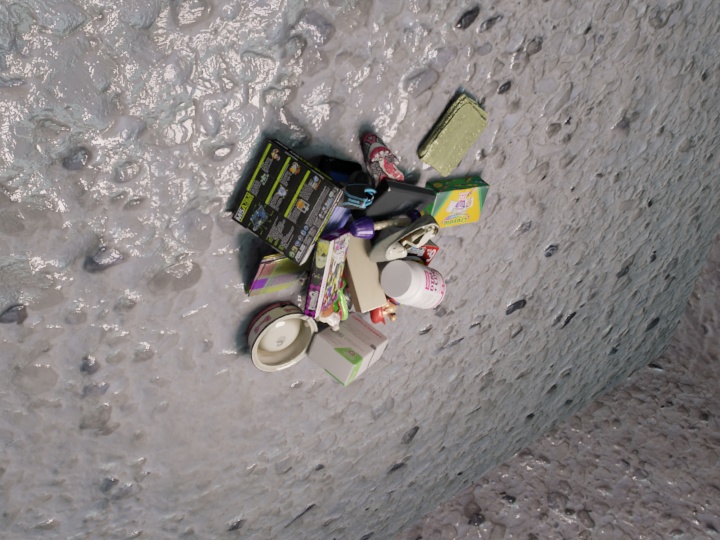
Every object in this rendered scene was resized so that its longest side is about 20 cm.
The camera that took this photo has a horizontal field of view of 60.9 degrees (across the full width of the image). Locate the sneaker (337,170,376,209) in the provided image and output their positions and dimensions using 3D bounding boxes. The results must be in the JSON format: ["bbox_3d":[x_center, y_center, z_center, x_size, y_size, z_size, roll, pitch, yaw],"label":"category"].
[{"bbox_3d":[-0.001,-0.178,1.420,0.200,0.080,0.075,-52,156,-63],"label":"sneaker"}]

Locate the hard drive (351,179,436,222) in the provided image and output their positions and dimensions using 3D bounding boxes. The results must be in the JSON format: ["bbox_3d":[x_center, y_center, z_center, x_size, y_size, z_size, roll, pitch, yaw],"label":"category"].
[{"bbox_3d":[0.088,-0.169,1.574,0.198,0.033,0.139,2,147,-48],"label":"hard drive"}]

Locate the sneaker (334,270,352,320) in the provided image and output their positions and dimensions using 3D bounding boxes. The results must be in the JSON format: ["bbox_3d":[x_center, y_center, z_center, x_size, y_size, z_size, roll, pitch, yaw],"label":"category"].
[{"bbox_3d":[-0.052,0.037,1.682,0.084,0.075,0.204,-48,149,-52],"label":"sneaker"}]

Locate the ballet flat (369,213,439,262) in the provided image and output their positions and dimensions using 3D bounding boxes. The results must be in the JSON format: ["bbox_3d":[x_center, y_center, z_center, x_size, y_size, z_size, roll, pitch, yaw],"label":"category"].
[{"bbox_3d":[0.113,-0.071,1.539,0.198,0.064,0.068,-33,140,-6],"label":"ballet flat"}]

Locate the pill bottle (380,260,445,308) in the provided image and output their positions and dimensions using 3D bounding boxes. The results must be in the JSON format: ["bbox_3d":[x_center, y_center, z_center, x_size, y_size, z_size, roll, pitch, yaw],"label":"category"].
[{"bbox_3d":[0.139,0.036,1.621,0.114,0.113,0.199,-52,151,13],"label":"pill bottle"}]

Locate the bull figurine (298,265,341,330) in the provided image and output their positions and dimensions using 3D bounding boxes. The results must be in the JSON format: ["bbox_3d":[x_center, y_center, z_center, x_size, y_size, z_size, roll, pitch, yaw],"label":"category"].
[{"bbox_3d":[-0.104,0.077,1.610,0.121,0.064,0.205,-45,129,-58],"label":"bull figurine"}]

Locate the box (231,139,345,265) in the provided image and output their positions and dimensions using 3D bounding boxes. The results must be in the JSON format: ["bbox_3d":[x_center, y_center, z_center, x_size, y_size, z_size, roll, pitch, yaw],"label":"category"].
[{"bbox_3d":[-0.159,-0.147,1.337,0.202,0.191,0.047,-59,173,20],"label":"box"}]

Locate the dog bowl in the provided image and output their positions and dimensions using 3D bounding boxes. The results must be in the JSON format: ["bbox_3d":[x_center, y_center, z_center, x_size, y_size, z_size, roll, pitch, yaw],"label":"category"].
[{"bbox_3d":[-0.217,0.174,1.653,0.197,0.074,0.203,-23,137,-23],"label":"dog bowl"}]

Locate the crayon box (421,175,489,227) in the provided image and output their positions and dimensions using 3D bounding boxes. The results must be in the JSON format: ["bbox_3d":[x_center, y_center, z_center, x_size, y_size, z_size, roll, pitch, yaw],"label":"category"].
[{"bbox_3d":[0.262,-0.192,1.728,0.196,0.058,0.121,-12,132,-31],"label":"crayon box"}]

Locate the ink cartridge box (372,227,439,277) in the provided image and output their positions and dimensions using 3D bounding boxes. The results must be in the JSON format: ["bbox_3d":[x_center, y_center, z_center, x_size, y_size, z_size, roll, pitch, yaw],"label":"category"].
[{"bbox_3d":[0.103,-0.022,1.705,0.198,0.084,0.178,2,125,-53],"label":"ink cartridge box"}]

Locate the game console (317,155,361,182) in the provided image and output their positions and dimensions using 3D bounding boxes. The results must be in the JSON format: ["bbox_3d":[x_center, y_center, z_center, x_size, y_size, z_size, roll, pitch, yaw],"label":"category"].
[{"bbox_3d":[-0.076,-0.154,1.448,0.114,0.177,0.203,20,115,-15],"label":"game console"}]

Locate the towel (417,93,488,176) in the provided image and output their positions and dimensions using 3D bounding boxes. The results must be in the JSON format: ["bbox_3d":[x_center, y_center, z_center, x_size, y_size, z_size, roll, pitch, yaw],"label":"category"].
[{"bbox_3d":[0.243,-0.349,1.591,0.147,0.037,0.202,21,110,-48],"label":"towel"}]

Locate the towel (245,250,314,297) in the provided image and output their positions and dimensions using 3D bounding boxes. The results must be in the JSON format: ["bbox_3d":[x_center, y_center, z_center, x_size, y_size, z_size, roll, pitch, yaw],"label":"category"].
[{"bbox_3d":[-0.198,0.004,1.496,0.141,0.023,0.200,-13,160,-28],"label":"towel"}]

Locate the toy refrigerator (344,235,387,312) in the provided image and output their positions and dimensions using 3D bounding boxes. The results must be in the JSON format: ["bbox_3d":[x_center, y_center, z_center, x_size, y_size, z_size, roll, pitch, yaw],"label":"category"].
[{"bbox_3d":[0.000,0.000,1.590,0.074,0.070,0.205,-17,94,-17],"label":"toy refrigerator"}]

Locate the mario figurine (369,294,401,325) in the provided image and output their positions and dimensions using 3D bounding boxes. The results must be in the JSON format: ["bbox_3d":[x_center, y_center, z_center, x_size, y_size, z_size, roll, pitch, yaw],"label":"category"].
[{"bbox_3d":[0.117,0.099,1.831,0.198,0.106,0.124,-36,143,-4],"label":"mario figurine"}]

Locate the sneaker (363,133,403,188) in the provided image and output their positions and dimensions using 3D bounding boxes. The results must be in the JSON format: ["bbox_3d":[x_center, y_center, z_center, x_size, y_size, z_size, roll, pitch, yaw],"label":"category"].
[{"bbox_3d":[0.055,-0.256,1.498,0.079,0.076,0.201,-25,152,-3],"label":"sneaker"}]

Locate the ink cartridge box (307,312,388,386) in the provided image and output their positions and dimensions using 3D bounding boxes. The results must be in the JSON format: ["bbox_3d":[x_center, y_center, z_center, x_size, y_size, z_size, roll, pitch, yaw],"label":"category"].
[{"bbox_3d":[-0.033,0.218,1.734,0.199,0.144,0.085,-26,146,-56],"label":"ink cartridge box"}]

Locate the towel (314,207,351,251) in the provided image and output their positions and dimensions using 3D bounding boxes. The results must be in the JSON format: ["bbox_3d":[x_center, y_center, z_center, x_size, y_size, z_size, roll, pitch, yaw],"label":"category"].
[{"bbox_3d":[-0.074,-0.110,1.470,0.147,0.024,0.200,-59,169,-2],"label":"towel"}]

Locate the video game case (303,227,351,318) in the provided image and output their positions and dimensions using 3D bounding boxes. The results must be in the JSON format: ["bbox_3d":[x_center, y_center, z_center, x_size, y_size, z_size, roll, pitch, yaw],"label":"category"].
[{"bbox_3d":[-0.077,0.001,1.458,0.200,0.035,0.186,-38,142,-74],"label":"video game case"}]

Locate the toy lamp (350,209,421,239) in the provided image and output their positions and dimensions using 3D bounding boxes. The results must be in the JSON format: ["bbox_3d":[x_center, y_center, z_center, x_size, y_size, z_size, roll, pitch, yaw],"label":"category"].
[{"bbox_3d":[0.065,-0.116,1.549,0.196,0.058,0.059,-12,133,-28],"label":"toy lamp"}]
